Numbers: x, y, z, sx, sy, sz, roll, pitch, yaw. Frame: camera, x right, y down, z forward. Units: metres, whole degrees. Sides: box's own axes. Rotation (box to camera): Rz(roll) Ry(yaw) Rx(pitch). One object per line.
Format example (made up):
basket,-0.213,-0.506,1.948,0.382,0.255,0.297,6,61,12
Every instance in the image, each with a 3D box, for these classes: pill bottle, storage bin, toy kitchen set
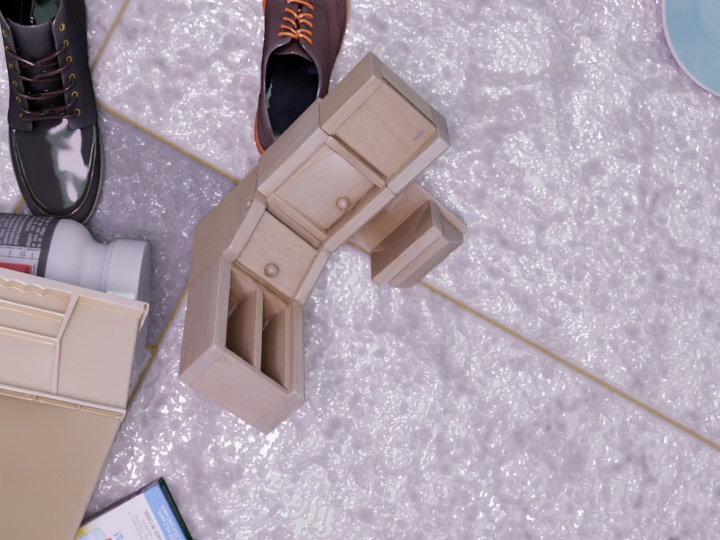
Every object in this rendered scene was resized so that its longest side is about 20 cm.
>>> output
pill bottle,-0.258,0.016,0.818,0.196,0.116,0.118,5,88,-5
storage bin,-0.266,0.098,0.750,0.195,0.201,0.095,15,43,-17
toy kitchen set,0.000,0.000,0.790,0.162,0.182,0.200,36,117,-26

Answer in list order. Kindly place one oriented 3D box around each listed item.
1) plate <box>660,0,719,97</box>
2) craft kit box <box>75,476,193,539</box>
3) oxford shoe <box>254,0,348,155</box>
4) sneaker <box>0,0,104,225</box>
plate,0.336,-0.231,0.890,0.196,0.026,0.203,-1,122,-2
craft kit box,-0.195,0.296,0.853,0.195,0.049,0.203,-27,91,-8
oxford shoe,-0.044,-0.184,0.866,0.070,0.073,0.204,4,88,-5
sneaker,-0.239,-0.132,0.830,0.073,0.106,0.204,-6,89,-5
